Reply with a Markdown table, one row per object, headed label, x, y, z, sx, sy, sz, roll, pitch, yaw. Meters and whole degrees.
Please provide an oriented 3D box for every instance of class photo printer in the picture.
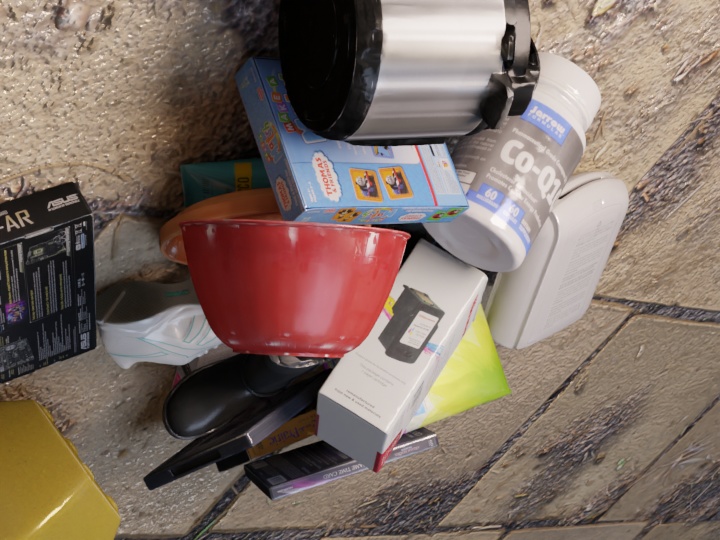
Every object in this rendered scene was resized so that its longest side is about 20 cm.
| label | x | y | z | sx | sy | sz | roll | pitch | yaw |
| --- | --- | --- | --- | --- | --- | --- | --- | --- | --- |
| photo printer | 0.230 | -0.020 | 1.767 | 0.166 | 0.069 | 0.201 | -23 | 139 | -45 |

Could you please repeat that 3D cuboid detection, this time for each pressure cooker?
| label | x | y | z | sx | sy | sz | roll | pitch | yaw |
| --- | --- | --- | --- | --- | --- | --- | --- | --- | --- |
| pressure cooker | 0.050 | -0.194 | 1.258 | 0.199 | 0.177 | 0.178 | -5 | 180 | -26 |

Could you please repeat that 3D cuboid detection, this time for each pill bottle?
| label | x | y | z | sx | sy | sz | roll | pitch | yaw |
| --- | --- | --- | --- | --- | --- | --- | --- | --- | --- |
| pill bottle | 0.152 | -0.109 | 1.498 | 0.201 | 0.113 | 0.114 | -59 | 156 | -20 |

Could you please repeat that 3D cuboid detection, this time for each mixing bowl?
| label | x | y | z | sx | sy | sz | roll | pitch | yaw |
| --- | --- | --- | --- | --- | --- | --- | --- | --- | --- |
| mixing bowl | -0.058 | 0.018 | 1.291 | 0.198 | 0.109 | 0.200 | 2 | 178 | 0 |

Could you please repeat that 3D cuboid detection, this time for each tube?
| label | x | y | z | sx | sy | sz | roll | pitch | yaw |
| --- | --- | --- | --- | --- | --- | --- | --- | --- | --- |
| tube | -0.068 | -0.083 | 1.428 | 0.198 | 0.051 | 0.078 | -6 | 138 | -8 |

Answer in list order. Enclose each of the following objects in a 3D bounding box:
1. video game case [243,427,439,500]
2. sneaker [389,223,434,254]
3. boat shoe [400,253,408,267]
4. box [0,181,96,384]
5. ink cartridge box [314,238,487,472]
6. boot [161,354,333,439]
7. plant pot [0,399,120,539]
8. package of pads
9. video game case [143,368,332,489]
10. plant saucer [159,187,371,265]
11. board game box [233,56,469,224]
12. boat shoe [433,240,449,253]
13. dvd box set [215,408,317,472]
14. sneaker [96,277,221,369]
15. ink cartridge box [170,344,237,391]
| label | x | y | z | sx | sy | sz | roll | pitch | yaw |
| --- | --- | --- | --- | --- | --- | --- | --- | --- | --- |
| video game case | -0.024 | 0.211 | 1.736 | 0.199 | 0.019 | 0.143 | -15 | -173 | -14 |
| sneaker | 0.035 | -0.089 | 1.538 | 0.081 | 0.074 | 0.201 | -12 | 140 | -7 |
| boat shoe | -0.002 | -0.002 | 1.571 | 0.060 | 0.072 | 0.201 | -45 | 169 | 20 |
| box | -0.317 | 0.024 | 1.359 | 0.159 | 0.044 | 0.201 | -21 | 147 | -22 |
| ink cartridge box | 0.040 | 0.088 | 1.563 | 0.201 | 0.082 | 0.146 | -56 | 170 | -21 |
| boot | -0.102 | 0.103 | 1.501 | 0.164 | 0.066 | 0.200 | -32 | -177 | -24 |
| plant pot | -0.355 | 0.245 | 1.498 | 0.199 | 0.196 | 0.195 | -36 | 150 | -11 |
| package of pads | 0.057 | 0.098 | 1.729 | 0.199 | 0.156 | 0.068 | -17 | 178 | -26 |
| video game case | -0.128 | 0.170 | 1.620 | 0.200 | 0.019 | 0.143 | -29 | -176 | 46 |
| plant saucer | -0.089 | -0.041 | 1.428 | 0.199 | 0.033 | 0.200 | -6 | 168 | -1 |
| board game box | -0.005 | -0.115 | 1.364 | 0.199 | 0.152 | 0.037 | -2 | 155 | -43 |
| boat shoe | 0.102 | -0.057 | 1.633 | 0.068 | 0.085 | 0.200 | -6 | 157 | -10 |
| dvd box set | -0.065 | 0.181 | 1.782 | 0.199 | 0.030 | 0.146 | -21 | 176 | -22 |
| sneaker | -0.157 | 0.047 | 1.484 | 0.199 | 0.071 | 0.081 | -6 | 133 | -5 |
| ink cartridge box | -0.127 | 0.067 | 1.611 | 0.119 | 0.042 | 0.201 | -14 | 147 | -30 |
